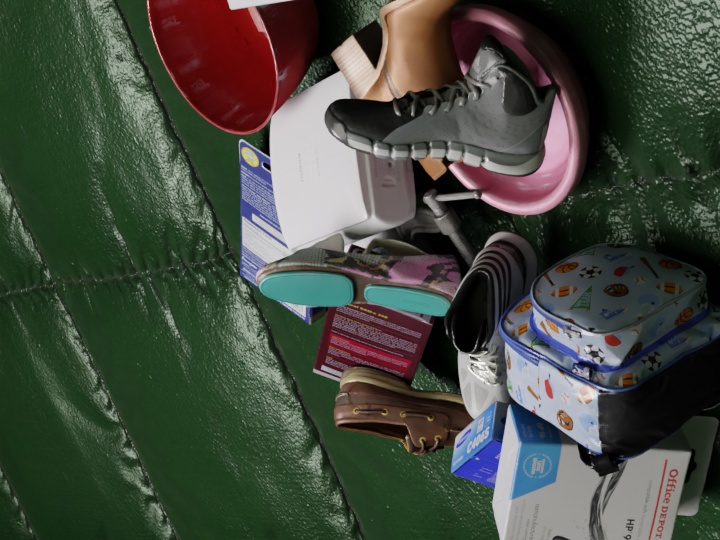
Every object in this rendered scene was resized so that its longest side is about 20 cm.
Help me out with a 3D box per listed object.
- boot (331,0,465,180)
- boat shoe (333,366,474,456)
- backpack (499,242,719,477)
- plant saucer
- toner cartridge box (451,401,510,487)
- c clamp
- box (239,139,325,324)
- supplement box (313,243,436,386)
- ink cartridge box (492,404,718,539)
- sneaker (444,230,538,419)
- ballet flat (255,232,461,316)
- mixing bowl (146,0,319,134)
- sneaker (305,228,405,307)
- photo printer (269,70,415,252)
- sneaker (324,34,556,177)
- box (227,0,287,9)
[{"bbox_3d":[0.071,-0.174,1.597,0.156,0.077,0.200,52,136,-2],"label":"boot"},{"bbox_3d":[0.067,0.164,1.893,0.199,0.068,0.072,17,152,4],"label":"boat shoe"},{"bbox_3d":[0.216,0.067,1.591,0.190,0.199,0.155,16,121,51],"label":"backpack"},{"bbox_3d":[0.135,-0.151,1.639,0.200,0.051,0.201,33,140,33],"label":"plant saucer"},{"bbox_3d":[0.197,0.189,1.727,0.199,0.043,0.095,20,147,-15],"label":"toner cartridge box"},{"bbox_3d":[0.101,-0.001,1.783,0.170,0.027,0.201,10,138,54],"label":"c clamp"},{"bbox_3d":[-0.086,-0.048,2.021,0.121,0.032,0.201,35,141,31],"label":"box"},{"bbox_3d":[0.018,0.058,1.874,0.108,0.061,0.200,20,152,2],"label":"supplement box"},{"bbox_3d":[0.229,0.191,1.644,0.068,0.199,0.117,-100,15,-62],"label":"ink cartridge box"},{"bbox_3d":[0.107,0.071,1.691,0.075,0.115,0.202,18,121,24],"label":"sneaker"},{"bbox_3d":[0.000,0.000,1.751,0.199,0.072,0.069,5,148,2],"label":"ballet flat"},{"bbox_3d":[-0.114,-0.250,1.830,0.200,0.108,0.201,31,137,34],"label":"mixing bowl"},{"bbox_3d":[-0.006,-0.013,1.928,0.200,0.073,0.071,-32,66,56],"label":"sneaker"},{"bbox_3d":[-0.026,-0.108,1.820,0.200,0.069,0.168,-18,77,59],"label":"photo printer"},{"bbox_3d":[0.074,-0.153,1.540,0.075,0.199,0.116,-104,25,-54],"label":"sneaker"},{"bbox_3d":[-0.038,-0.337,1.582,0.106,0.200,0.153,3,119,51],"label":"box"}]
